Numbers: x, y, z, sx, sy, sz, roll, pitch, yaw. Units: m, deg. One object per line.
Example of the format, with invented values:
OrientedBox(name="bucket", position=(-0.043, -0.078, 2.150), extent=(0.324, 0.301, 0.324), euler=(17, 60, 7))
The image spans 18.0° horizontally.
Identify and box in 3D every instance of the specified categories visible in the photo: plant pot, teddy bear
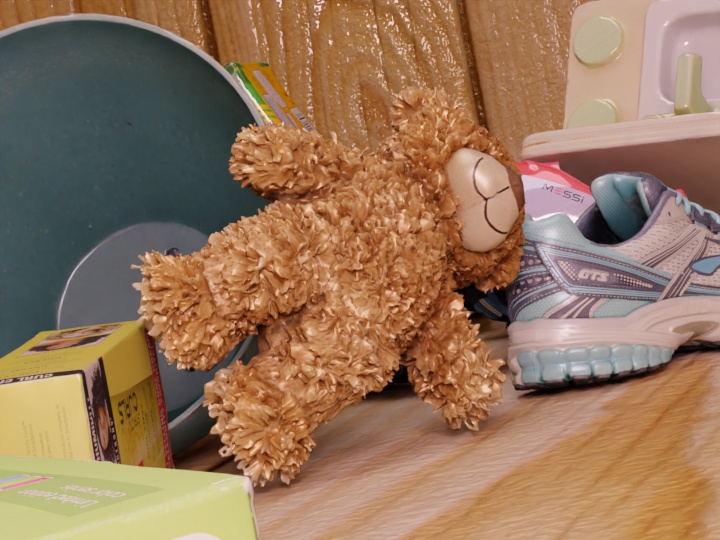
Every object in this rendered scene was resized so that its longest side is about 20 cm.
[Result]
OrientedBox(name="plant pot", position=(-0.113, 0.004, 1.020), extent=(0.198, 0.202, 0.135), euler=(-10, -18, 11))
OrientedBox(name="teddy bear", position=(0.000, 0.000, 0.902), extent=(0.199, 0.146, 0.067), euler=(-14, -17, -33))

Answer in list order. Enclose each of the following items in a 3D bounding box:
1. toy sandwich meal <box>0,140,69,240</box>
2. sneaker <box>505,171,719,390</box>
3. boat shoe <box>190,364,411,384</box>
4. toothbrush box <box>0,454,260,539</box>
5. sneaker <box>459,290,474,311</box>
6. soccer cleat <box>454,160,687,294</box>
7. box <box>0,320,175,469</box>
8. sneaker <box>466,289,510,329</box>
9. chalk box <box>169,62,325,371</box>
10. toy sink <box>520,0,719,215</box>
OrientedBox(name="toy sandwich meal", position=(-0.165, 0.004, 1.147), extent=(0.204, 0.207, 0.070), euler=(-14, 34, -42))
OrientedBox(name="sneaker", position=(0.145, -0.006, 1.033), extent=(0.199, 0.087, 0.077), euler=(-14, 5, -42))
OrientedBox(name="boat shoe", position=(-0.031, 0.037, 1.140), extent=(0.071, 0.072, 0.199), euler=(-41, 24, -29))
OrientedBox(name="toothbrush box", position=(-0.126, 0.091, 0.342), extent=(0.199, 0.087, 0.145), euler=(-12, 4, -33))
OrientedBox(name="sneaker", position=(0.030, -0.006, 1.384), extent=(0.103, 0.061, 0.200), euler=(1, -15, 4))
OrientedBox(name="soccer cleat", position=(0.064, -0.025, 1.121), extent=(0.198, 0.074, 0.068), euler=(15, -9, 11))
OrientedBox(name="box", position=(-0.102, 0.063, 0.807), extent=(0.050, 0.076, 0.200), euler=(-8, 3, 1))
OrientedBox(name="sneaker", position=(0.099, 0.009, 1.243), extent=(0.090, 0.079, 0.200), euler=(-29, -5, 17))
OrientedBox(name="chalk box", position=(-0.104, -0.012, 1.309), extent=(0.200, 0.125, 0.124), euler=(-39, 0, 8))
OrientedBox(name="toy sink", position=(0.182, -0.078, 1.190), extent=(0.129, 0.113, 0.200), euler=(-6, -22, 29))
